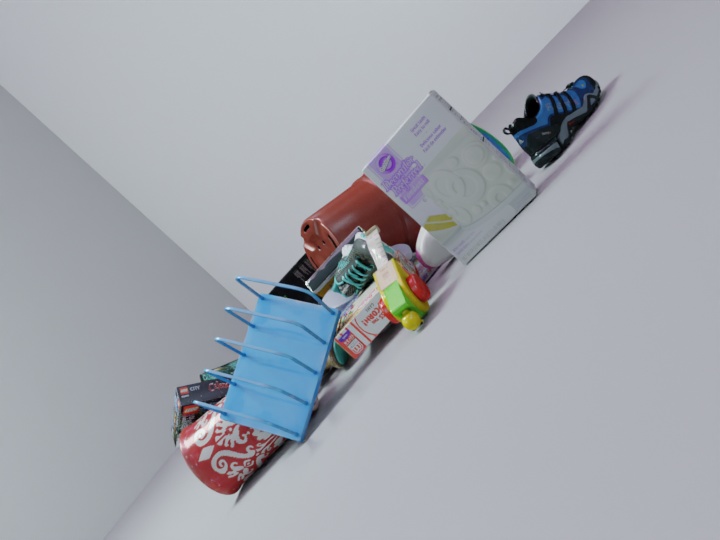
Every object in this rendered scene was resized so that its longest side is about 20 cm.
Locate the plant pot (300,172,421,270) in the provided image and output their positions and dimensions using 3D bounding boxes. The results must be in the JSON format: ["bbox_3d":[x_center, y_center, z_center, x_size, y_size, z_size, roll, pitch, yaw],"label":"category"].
[{"bbox_3d":[-0.002,-0.080,1.533,0.195,0.201,0.201,-32,-3,-29],"label":"plant pot"}]

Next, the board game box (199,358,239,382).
[{"bbox_3d":[-0.184,0.168,1.433,0.135,0.028,0.200,-15,2,37],"label":"board game box"}]

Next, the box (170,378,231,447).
[{"bbox_3d":[-0.220,0.232,1.320,0.199,0.038,0.137,-9,-37,-25],"label":"box"}]

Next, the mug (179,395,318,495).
[{"bbox_3d":[-0.171,0.235,1.242,0.200,0.133,0.178,-43,7,14],"label":"mug"}]

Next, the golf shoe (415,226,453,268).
[{"bbox_3d":[0.161,-0.087,1.189,0.200,0.075,0.091,-50,9,-14],"label":"golf shoe"}]

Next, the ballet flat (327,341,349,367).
[{"bbox_3d":[-0.045,0.121,1.333,0.065,0.071,0.200,-8,10,15],"label":"ballet flat"}]

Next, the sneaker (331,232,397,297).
[{"bbox_3d":[0.000,0.000,1.249,0.092,0.077,0.200,-64,5,-14],"label":"sneaker"}]

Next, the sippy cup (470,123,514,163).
[{"bbox_3d":[0.188,-0.179,1.399,0.177,0.140,0.131,0,-45,-40],"label":"sippy cup"}]

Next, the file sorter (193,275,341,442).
[{"bbox_3d":[-0.136,0.123,1.104,0.123,0.138,0.201,46,-123,-63],"label":"file sorter"}]

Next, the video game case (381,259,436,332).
[{"bbox_3d":[0.078,0.030,1.300,0.200,0.018,0.143,-50,6,-18],"label":"video game case"}]

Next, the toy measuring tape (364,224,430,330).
[{"bbox_3d":[0.053,0.016,1.085,0.074,0.073,0.201,-46,37,21],"label":"toy measuring tape"}]

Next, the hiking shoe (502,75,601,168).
[{"bbox_3d":[0.295,-0.246,1.155,0.200,0.087,0.074,-51,6,-33],"label":"hiking shoe"}]

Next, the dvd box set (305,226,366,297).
[{"bbox_3d":[0.002,0.006,1.446,0.146,0.029,0.200,-47,-31,8],"label":"dvd box set"}]

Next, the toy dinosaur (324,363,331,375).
[{"bbox_3d":[-0.072,0.174,1.386,0.101,0.058,0.200,-27,5,25],"label":"toy dinosaur"}]

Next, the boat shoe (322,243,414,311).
[{"bbox_3d":[0.022,0.031,1.381,0.199,0.066,0.074,-33,33,-16],"label":"boat shoe"}]

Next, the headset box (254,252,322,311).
[{"bbox_3d":[-0.085,0.061,1.583,0.200,0.174,0.093,-50,4,-36],"label":"headset box"}]

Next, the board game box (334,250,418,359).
[{"bbox_3d":[0.027,0.048,1.221,0.152,0.046,0.200,-48,4,8],"label":"board game box"}]

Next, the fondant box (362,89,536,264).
[{"bbox_3d":[0.123,-0.128,1.070,0.144,0.200,0.058,-46,5,21],"label":"fondant box"}]
